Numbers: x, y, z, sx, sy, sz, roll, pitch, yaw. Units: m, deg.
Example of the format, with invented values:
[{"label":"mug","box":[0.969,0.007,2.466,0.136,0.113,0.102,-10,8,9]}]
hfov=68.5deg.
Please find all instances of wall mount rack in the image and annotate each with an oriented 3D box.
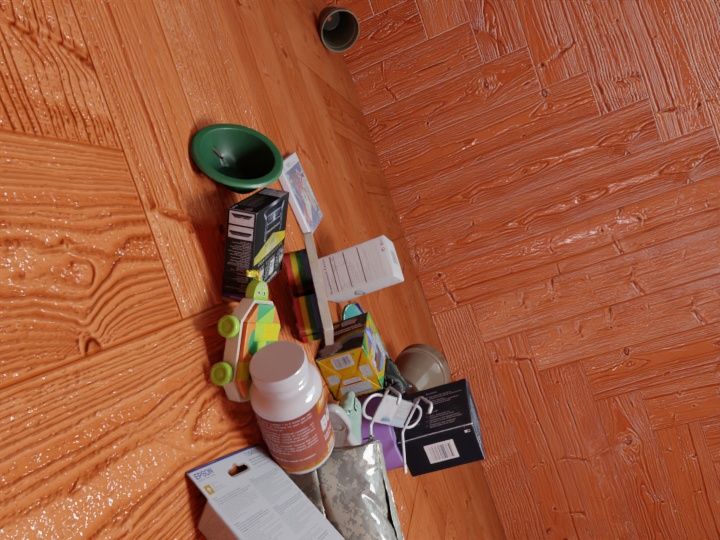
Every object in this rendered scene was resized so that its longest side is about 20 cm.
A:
[{"label":"wall mount rack","box":[0.081,0.365,1.219,0.199,0.176,0.074,25,0,-38]}]

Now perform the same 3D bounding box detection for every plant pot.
[{"label":"plant pot","box":[0.178,0.366,1.738,0.174,0.198,0.203,-30,101,-59]},{"label":"plant pot","box":[-0.127,-1.202,2.589,0.174,0.199,0.200,60,4,40]}]

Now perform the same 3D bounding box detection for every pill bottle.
[{"label":"pill bottle","box":[-0.107,0.211,0.819,0.113,0.111,0.202,-89,173,-54]}]

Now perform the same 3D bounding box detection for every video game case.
[{"label":"video game case","box":[-0.163,-0.208,1.432,0.183,0.023,0.202,-74,144,-67]}]

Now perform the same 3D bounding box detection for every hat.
[{"label":"hat","box":[-0.246,-0.167,1.039,0.198,0.177,0.167,-7,58,-33]}]

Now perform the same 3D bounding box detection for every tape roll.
[{"label":"tape roll","box":[0.064,0.417,1.387,0.200,0.084,0.202,-20,90,-76]}]

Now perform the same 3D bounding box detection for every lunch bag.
[{"label":"lunch bag","box":[-0.022,0.396,0.892,0.139,0.166,0.202,38,36,-65]}]

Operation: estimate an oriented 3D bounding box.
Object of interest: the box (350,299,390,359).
[{"label":"box","box":[0.033,0.194,1.559,0.121,0.032,0.201,56,6,-49]}]

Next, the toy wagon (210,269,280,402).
[{"label":"toy wagon","box":[-0.171,0.100,0.834,0.155,0.039,0.203,21,76,-73]}]

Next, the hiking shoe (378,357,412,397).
[{"label":"hiking shoe","box":[0.042,0.257,1.388,0.200,0.076,0.100,42,17,23]}]

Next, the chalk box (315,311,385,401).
[{"label":"chalk box","box":[-0.016,0.193,1.277,0.200,0.123,0.125,-74,143,-65]}]

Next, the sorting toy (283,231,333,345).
[{"label":"sorting toy","box":[-0.110,0.050,1.103,0.200,0.069,0.201,99,-22,-74]}]

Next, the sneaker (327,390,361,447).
[{"label":"sneaker","box":[-0.045,0.299,1.122,0.201,0.073,0.119,71,16,-49]}]

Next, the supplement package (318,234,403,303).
[{"label":"supplement package","box":[0.000,0.000,1.429,0.117,0.198,0.119,21,51,-72]}]

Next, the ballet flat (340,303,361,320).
[{"label":"ballet flat","box":[-0.013,0.192,1.456,0.065,0.070,0.203,137,-60,-75]}]

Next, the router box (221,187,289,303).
[{"label":"router box","box":[-0.183,-0.051,0.942,0.200,0.051,0.159,-66,165,-71]}]

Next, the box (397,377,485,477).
[{"label":"box","box":[0.207,0.404,1.377,0.200,0.194,0.119,-74,143,-67]}]

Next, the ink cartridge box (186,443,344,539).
[{"label":"ink cartridge box","box":[-0.129,0.339,0.721,0.199,0.043,0.196,40,5,18]}]
